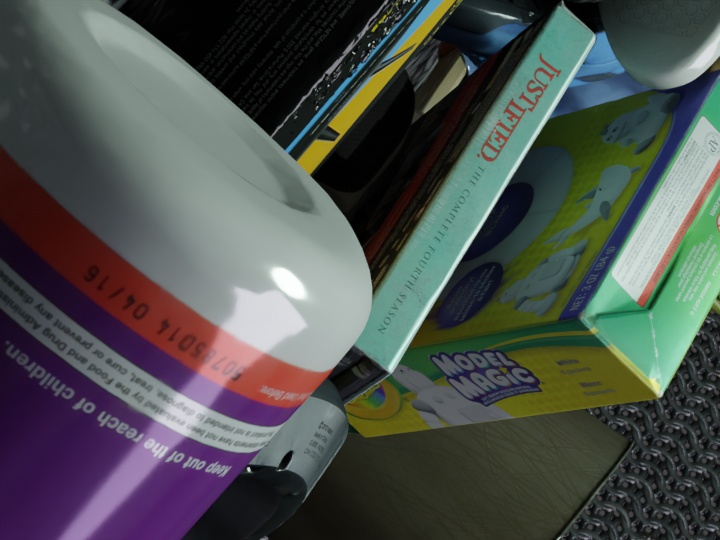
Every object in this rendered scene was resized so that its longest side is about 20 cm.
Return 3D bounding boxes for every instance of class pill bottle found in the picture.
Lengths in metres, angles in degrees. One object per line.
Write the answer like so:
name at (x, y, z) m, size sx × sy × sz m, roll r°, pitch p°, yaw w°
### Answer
pill bottle at (-0.098, 0.041, 0.545) m, size 0.200 × 0.112 × 0.112 m, roll -49°, pitch 175°, yaw 10°

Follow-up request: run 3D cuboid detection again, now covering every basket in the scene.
basket at (0.002, 0.076, 1.194) m, size 0.180 × 0.200 × 0.136 m, roll -45°, pitch 173°, yaw -44°

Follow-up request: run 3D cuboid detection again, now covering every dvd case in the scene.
dvd case at (0.000, 0.000, 0.878) m, size 0.146 × 0.022 × 0.200 m, roll -58°, pitch -170°, yaw -27°

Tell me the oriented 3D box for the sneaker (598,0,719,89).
sneaker at (0.142, -0.122, 0.926) m, size 0.071 × 0.099 × 0.200 m, roll -8°, pitch -133°, yaw 29°

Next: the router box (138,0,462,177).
router box at (-0.022, -0.064, 0.733) m, size 0.200 × 0.051 × 0.149 m, roll -49°, pitch 176°, yaw 5°

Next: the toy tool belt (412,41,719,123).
toy tool belt at (0.110, -0.115, 1.056) m, size 0.200 × 0.125 × 0.123 m, roll -30°, pitch -177°, yaw 37°

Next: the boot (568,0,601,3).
boot at (0.120, -0.186, 0.867) m, size 0.158 × 0.079 × 0.211 m, roll -51°, pitch 174°, yaw 35°

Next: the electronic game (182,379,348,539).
electronic game at (-0.100, 0.072, 0.763) m, size 0.200 × 0.042 × 0.200 m, roll -16°, pitch 162°, yaw -5°

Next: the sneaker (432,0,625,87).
sneaker at (0.055, -0.093, 0.928) m, size 0.078 × 0.066 × 0.200 m, roll -39°, pitch 162°, yaw 31°

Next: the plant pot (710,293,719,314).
plant pot at (0.064, -0.006, 1.373) m, size 0.190 × 0.200 × 0.200 m, roll -35°, pitch 177°, yaw 9°

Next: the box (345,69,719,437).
box at (0.055, -0.002, 0.922) m, size 0.200 × 0.048 × 0.117 m, roll -16°, pitch -144°, yaw 56°

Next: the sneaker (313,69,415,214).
sneaker at (-0.058, 0.009, 0.895) m, size 0.200 × 0.076 × 0.116 m, roll -47°, pitch 178°, yaw -17°
